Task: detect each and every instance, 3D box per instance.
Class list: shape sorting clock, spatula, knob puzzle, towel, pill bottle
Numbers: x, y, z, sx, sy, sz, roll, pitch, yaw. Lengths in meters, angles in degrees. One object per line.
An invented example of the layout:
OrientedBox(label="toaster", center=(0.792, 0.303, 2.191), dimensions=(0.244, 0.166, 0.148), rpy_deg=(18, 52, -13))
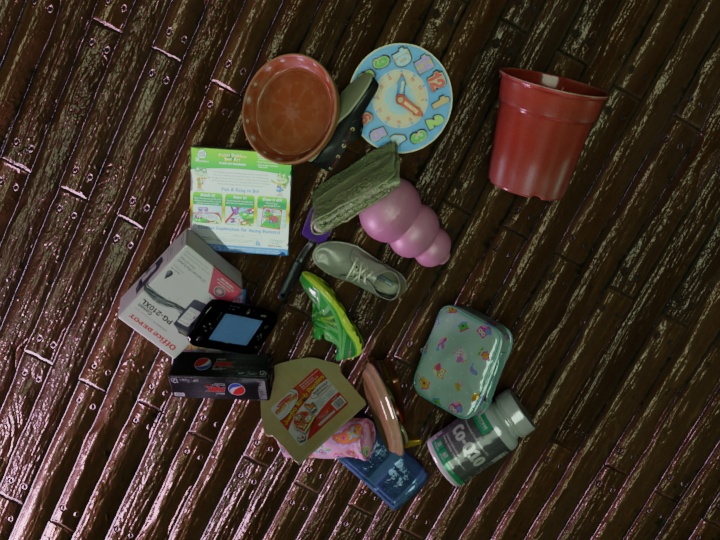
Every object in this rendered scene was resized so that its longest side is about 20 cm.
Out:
OrientedBox(label="shape sorting clock", center=(0.074, -0.320, 1.569), dimensions=(0.196, 0.039, 0.204), rpy_deg=(0, 103, 1))
OrientedBox(label="spatula", center=(-0.114, -0.028, 1.651), dimensions=(0.056, 0.021, 0.202), rpy_deg=(23, 106, -20))
OrientedBox(label="knob puzzle", center=(-0.112, 0.259, 1.666), dimensions=(0.216, 0.222, 0.031), rpy_deg=(-17, 146, 6))
OrientedBox(label="towel", center=(-0.010, -0.154, 1.551), dimensions=(0.198, 0.149, 0.037), rpy_deg=(-31, 121, 18))
OrientedBox(label="towel", center=(0.039, 0.394, 1.734), dimensions=(0.200, 0.049, 0.112), rpy_deg=(44, 100, -8))
OrientedBox(label="pill bottle", center=(0.242, 0.331, 1.680), dimensions=(0.199, 0.113, 0.114), rpy_deg=(-37, 100, 9))

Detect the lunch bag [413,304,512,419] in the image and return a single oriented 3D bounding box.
OrientedBox(label="lunch bag", center=(0.201, 0.180, 1.634), dimensions=(0.159, 0.077, 0.203), rpy_deg=(25, 102, 26))

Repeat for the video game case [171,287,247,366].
OrientedBox(label="video game case", center=(-0.306, 0.126, 1.695), dimensions=(0.141, 0.018, 0.203), rpy_deg=(6, 103, 1))

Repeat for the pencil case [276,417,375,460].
OrientedBox(label="pencil case", center=(-0.069, 0.334, 1.676), dimensions=(0.197, 0.087, 0.089), rpy_deg=(-4, 104, 23))

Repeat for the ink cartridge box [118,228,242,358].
OrientedBox(label="ink cartridge box", center=(-0.344, 0.046, 1.606), dimensions=(0.200, 0.085, 0.144), rpy_deg=(-44, 115, 11))

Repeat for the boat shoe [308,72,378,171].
OrientedBox(label="boat shoe", center=(-0.027, -0.274, 1.558), dimensions=(0.063, 0.074, 0.202), rpy_deg=(26, 115, -26))

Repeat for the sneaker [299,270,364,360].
OrientedBox(label="sneaker", center=(-0.068, 0.094, 1.652), dimensions=(0.083, 0.074, 0.202), rpy_deg=(-30, 101, 4))

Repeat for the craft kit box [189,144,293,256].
OrientedBox(label="craft kit box", center=(-0.230, -0.135, 1.620), dimensions=(0.196, 0.049, 0.201), rpy_deg=(4, 106, 0))

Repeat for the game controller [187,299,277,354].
OrientedBox(label="game controller", center=(-0.243, 0.109, 1.615), dimensions=(0.104, 0.199, 0.042), rpy_deg=(-47, 59, 17))

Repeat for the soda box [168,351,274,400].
OrientedBox(label="soda box", center=(-0.272, 0.208, 1.657), dimensions=(0.196, 0.071, 0.064), rpy_deg=(2, 129, 4))

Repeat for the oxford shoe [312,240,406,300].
OrientedBox(label="oxford shoe", center=(0.000, 0.000, 1.634), dimensions=(0.198, 0.058, 0.076), rpy_deg=(25, 106, -6))

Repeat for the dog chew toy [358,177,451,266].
OrientedBox(label="dog chew toy", center=(0.092, -0.084, 1.588), dimensions=(0.199, 0.125, 0.125), rpy_deg=(39, 101, -16))

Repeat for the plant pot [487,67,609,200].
OrientedBox(label="plant pot", center=(0.322, -0.243, 1.512), dimensions=(0.197, 0.201, 0.198), rpy_deg=(12, 112, -1))

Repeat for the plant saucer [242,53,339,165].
OrientedBox(label="plant saucer", center=(-0.127, -0.295, 1.550), dimensions=(0.197, 0.032, 0.204), rpy_deg=(-1, 87, 24))

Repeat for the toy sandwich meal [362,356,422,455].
OrientedBox(label="toy sandwich meal", center=(0.062, 0.259, 1.628), dimensions=(0.069, 0.205, 0.208), rpy_deg=(-18, 103, -11))
